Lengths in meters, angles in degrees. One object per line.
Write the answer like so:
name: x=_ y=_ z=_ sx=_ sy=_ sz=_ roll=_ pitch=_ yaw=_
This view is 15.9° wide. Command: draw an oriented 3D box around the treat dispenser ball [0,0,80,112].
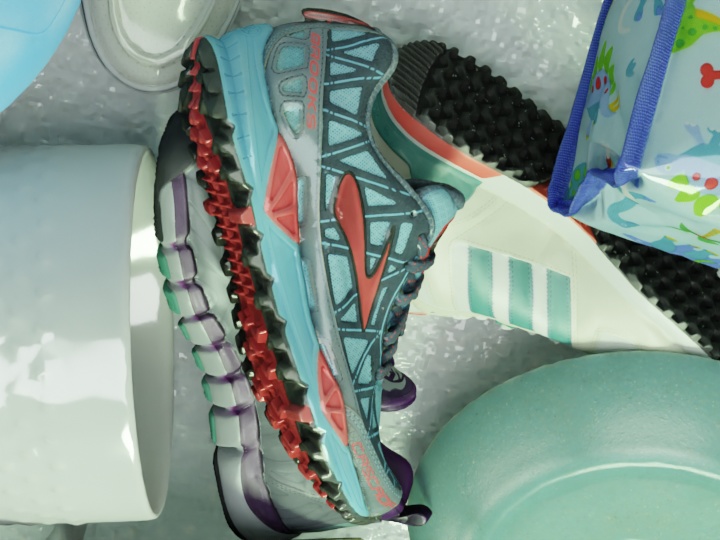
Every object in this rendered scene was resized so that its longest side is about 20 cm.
treat dispenser ball: x=-0.193 y=-0.134 z=0.912 sx=0.201 sy=0.201 sz=0.201 roll=-1 pitch=112 yaw=-2

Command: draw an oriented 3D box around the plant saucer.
plant saucer: x=0.118 y=0.119 z=1.082 sx=0.200 sy=0.036 sz=0.200 roll=3 pitch=130 yaw=4

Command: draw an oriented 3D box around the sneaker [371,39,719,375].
sneaker: x=0.064 y=-0.006 z=1.056 sx=0.200 sy=0.070 sz=0.093 roll=36 pitch=127 yaw=-20

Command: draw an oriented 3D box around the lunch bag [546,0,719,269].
lunch bag: x=0.183 y=-0.093 z=0.989 sx=0.170 sy=0.127 sz=0.200 roll=18 pitch=81 yaw=-10

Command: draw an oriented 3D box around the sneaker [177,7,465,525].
sneaker: x=0.000 y=0.000 z=0.969 sx=0.095 sy=0.079 sz=0.200 roll=-17 pitch=109 yaw=-12

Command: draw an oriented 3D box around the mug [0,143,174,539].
mug: x=-0.166 y=0.048 z=1.019 sx=0.175 sy=0.148 sz=0.200 roll=-1 pitch=122 yaw=2

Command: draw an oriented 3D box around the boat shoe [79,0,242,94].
boat shoe: x=-0.065 y=-0.157 z=0.978 sx=0.071 sy=0.070 sz=0.200 roll=13 pitch=110 yaw=-8

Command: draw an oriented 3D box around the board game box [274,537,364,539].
board game box: x=-0.076 y=0.192 z=1.010 sx=0.200 sy=0.165 sz=0.057 roll=1 pitch=157 yaw=-36

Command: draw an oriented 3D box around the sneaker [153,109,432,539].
sneaker: x=-0.024 y=0.020 z=1.044 sx=0.087 sy=0.074 sz=0.200 roll=-4 pitch=122 yaw=15
